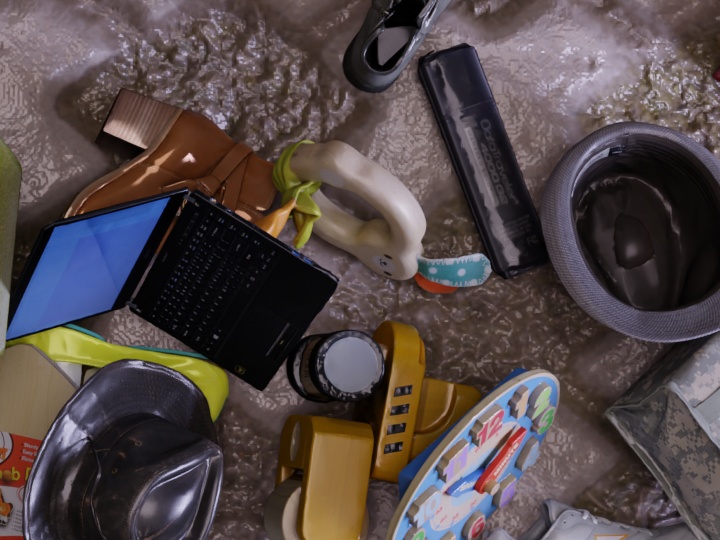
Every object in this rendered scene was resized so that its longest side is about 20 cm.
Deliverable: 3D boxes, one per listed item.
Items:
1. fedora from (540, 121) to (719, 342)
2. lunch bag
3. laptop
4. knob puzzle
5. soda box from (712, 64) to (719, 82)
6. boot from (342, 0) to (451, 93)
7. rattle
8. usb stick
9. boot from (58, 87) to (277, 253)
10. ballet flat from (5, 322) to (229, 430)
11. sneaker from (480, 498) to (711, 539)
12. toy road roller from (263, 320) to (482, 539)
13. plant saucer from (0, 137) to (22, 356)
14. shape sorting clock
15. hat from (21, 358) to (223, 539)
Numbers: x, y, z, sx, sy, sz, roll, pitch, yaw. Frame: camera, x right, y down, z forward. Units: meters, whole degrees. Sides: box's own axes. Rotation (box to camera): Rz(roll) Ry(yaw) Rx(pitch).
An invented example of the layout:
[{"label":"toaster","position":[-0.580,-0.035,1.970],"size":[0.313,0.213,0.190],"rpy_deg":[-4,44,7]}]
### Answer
[{"label":"fedora","position":[0.232,-0.020,1.569],"size":[0.176,0.090,0.201],"rpy_deg":[-19,71,-12]},{"label":"lunch bag","position":[0.327,0.137,1.547],"size":[0.164,0.118,0.200],"rpy_deg":[-38,92,-30]},{"label":"laptop","position":[-0.147,0.030,1.416],"size":[0.200,0.177,0.103],"rpy_deg":[32,52,-3]},{"label":"knob puzzle","position":[-0.271,0.156,1.488],"size":[0.219,0.030,0.221],"rpy_deg":[0,89,16]},{"label":"soda box","position":[0.387,-0.231,1.625],"size":[0.063,0.070,0.200],"rpy_deg":[36,82,-5]},{"label":"boot","position":[0.054,-0.235,1.544],"size":[0.068,0.131,0.201],"rpy_deg":[27,82,-6]},{"label":"rattle","position":[0.000,0.000,1.510],"size":[0.200,0.130,0.143],"rpy_deg":[48,43,-30]},{"label":"usb stick","position":[0.103,-0.093,1.591],"size":[0.055,0.033,0.201],"rpy_deg":[-20,89,-17]},{"label":"boot","position":[-0.160,-0.032,1.528],"size":[0.154,0.074,0.201],"rpy_deg":[26,85,-10]},{"label":"ballet flat","position":[-0.202,0.085,1.510],"size":[0.199,0.067,0.067],"rpy_deg":[13,62,-10]},{"label":"sneaker","position":[0.192,0.224,1.563],"size":[0.199,0.076,0.092],"rpy_deg":[-15,84,-11]},{"label":"toy road roller","position":[0.012,0.140,1.515],"size":[0.145,0.123,0.201],"rpy_deg":[12,83,-12]},{"label":"plant saucer","position":[-0.299,-0.007,1.445],"size":[0.048,0.200,0.201],"rpy_deg":[6,85,-21]},{"label":"shape sorting clock","position":[0.091,0.161,1.494],"size":[0.039,0.200,0.200],"rpy_deg":[36,80,28]},{"label":"hat","position":[-0.153,0.163,1.418],"size":[0.200,0.081,0.202],"rpy_deg":[1,88,-48]}]
